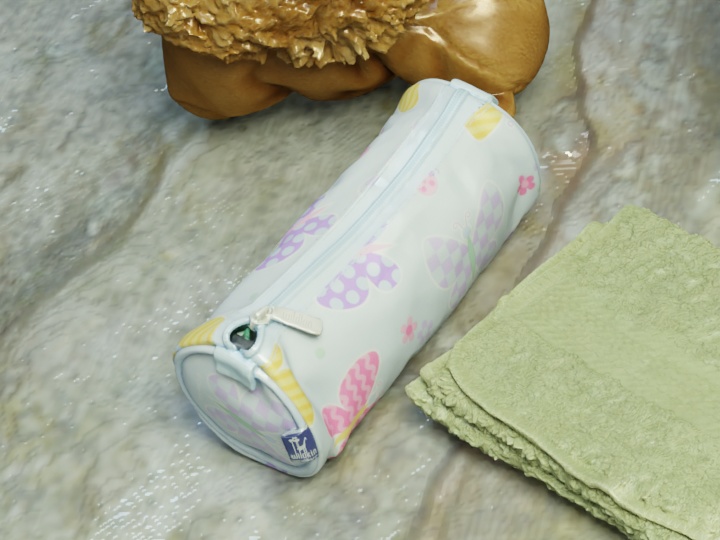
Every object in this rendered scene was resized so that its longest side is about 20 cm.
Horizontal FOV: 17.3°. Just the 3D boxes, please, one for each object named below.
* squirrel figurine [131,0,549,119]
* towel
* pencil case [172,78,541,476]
[{"bbox_3d":[-0.004,-0.130,1.163,0.186,0.200,0.142,16,92,15],"label":"squirrel figurine"},{"bbox_3d":[0.131,0.050,1.017,0.148,0.037,0.200,-40,44,-22],"label":"towel"},{"bbox_3d":[0.000,0.000,1.083,0.083,0.091,0.200,18,53,36],"label":"pencil case"}]
